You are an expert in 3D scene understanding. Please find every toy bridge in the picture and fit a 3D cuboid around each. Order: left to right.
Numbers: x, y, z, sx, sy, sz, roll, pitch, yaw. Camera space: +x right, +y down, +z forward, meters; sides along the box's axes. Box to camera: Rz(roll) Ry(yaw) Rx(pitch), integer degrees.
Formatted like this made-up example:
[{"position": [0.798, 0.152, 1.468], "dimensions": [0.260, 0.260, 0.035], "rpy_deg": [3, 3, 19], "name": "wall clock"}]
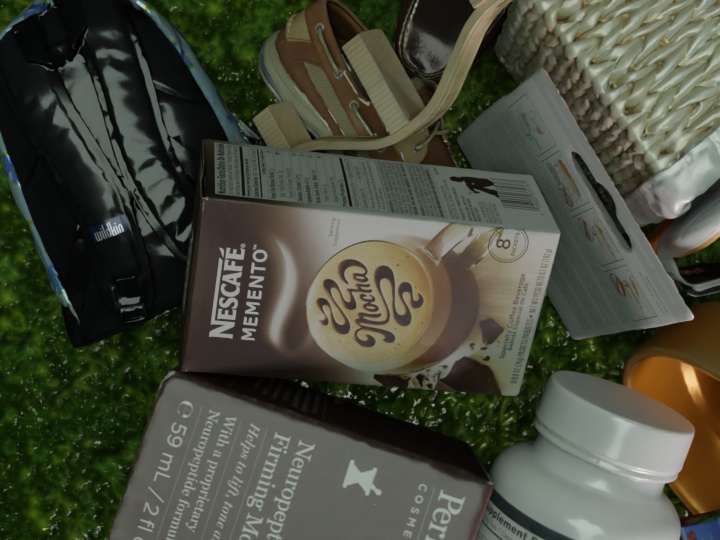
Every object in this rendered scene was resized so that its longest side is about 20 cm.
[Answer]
[{"position": [0.015, -0.110, 0.793], "dimensions": [0.200, 0.027, 0.067], "rpy_deg": [-33, 85, 39], "name": "toy bridge"}]

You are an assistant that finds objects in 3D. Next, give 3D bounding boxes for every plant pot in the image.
[{"position": [0.296, 0.075, 0.823], "dimensions": [0.183, 0.200, 0.200], "rpy_deg": [-37, 90, -16], "name": "plant pot"}]

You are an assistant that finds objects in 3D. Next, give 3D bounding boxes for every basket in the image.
[{"position": [0.201, -0.145, 0.809], "dimensions": [0.198, 0.200, 0.161], "rpy_deg": [-38, 88, 0], "name": "basket"}]

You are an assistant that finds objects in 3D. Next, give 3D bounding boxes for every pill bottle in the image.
[{"position": [0.122, 0.169, 0.801], "dimensions": [0.119, 0.120, 0.201], "rpy_deg": [19, 100, 0], "name": "pill bottle"}]

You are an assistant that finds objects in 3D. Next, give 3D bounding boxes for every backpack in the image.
[{"position": [-0.154, -0.082, 0.848], "dimensions": [0.163, 0.154, 0.200], "rpy_deg": [-27, 111, 4], "name": "backpack"}]

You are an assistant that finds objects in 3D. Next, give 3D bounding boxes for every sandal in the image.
[{"position": [0.216, -0.016, 0.804], "dimensions": [0.079, 0.207, 0.059], "rpy_deg": [-43, 86, 6], "name": "sandal"}]

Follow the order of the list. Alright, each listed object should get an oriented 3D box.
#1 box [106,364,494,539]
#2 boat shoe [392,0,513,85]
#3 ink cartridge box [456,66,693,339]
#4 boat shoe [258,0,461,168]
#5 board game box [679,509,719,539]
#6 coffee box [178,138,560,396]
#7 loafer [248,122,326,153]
[{"position": [-0.043, 0.162, 0.825], "dimensions": [0.199, 0.164, 0.166], "rpy_deg": [19, 90, 0], "name": "box"}, {"position": [0.084, -0.210, 0.874], "dimensions": [0.070, 0.070, 0.200], "rpy_deg": [31, 91, -1], "name": "boat shoe"}, {"position": [0.135, -0.042, 0.807], "dimensions": [0.050, 0.200, 0.163], "rpy_deg": [-31, 90, -13], "name": "ink cartridge box"}, {"position": [0.020, -0.091, 0.860], "dimensions": [0.200, 0.076, 0.072], "rpy_deg": [46, 126, -1], "name": "boat shoe"}, {"position": [0.220, 0.254, 0.825], "dimensions": [0.034, 0.135, 0.201], "rpy_deg": [-13, 80, -33], "name": "board game box"}, {"position": [0.000, 0.000, 0.770], "dimensions": [0.199, 0.080, 0.113], "rpy_deg": [5, 119, -10], "name": "coffee box"}, {"position": [-0.007, -0.022, 0.871], "dimensions": [0.073, 0.072, 0.200], "rpy_deg": [-35, 89, 1], "name": "loafer"}]
